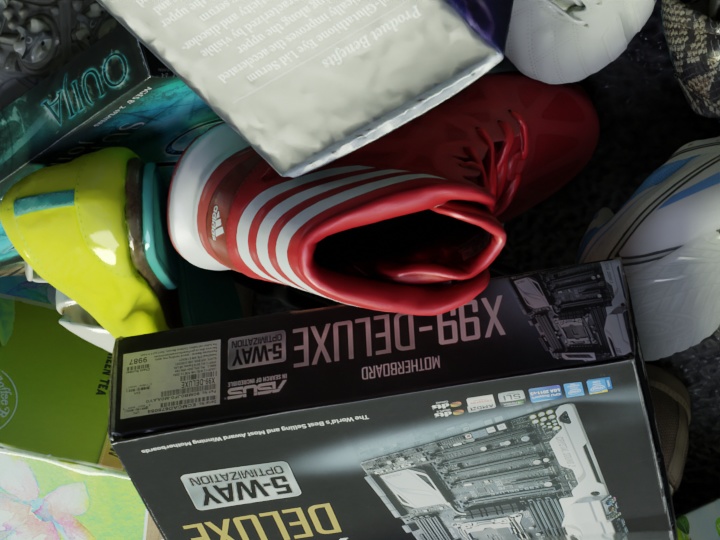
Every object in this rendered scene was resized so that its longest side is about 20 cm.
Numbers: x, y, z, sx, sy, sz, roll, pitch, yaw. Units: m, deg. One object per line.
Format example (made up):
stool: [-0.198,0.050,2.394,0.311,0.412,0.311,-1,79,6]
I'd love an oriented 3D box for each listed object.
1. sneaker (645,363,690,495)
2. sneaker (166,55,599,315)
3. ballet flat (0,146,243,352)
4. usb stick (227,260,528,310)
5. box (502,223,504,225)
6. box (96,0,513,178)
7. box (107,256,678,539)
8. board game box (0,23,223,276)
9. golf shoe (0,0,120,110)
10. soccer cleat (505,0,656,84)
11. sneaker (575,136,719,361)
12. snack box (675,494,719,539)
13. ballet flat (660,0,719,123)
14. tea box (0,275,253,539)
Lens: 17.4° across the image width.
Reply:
sneaker: [0.058,0.099,1.092,0.199,0.076,0.070,-21,128,31]
sneaker: [0.038,-0.022,0.876,0.115,0.199,0.079,28,127,46]
ballet flat: [-0.094,0.001,0.929,0.066,0.067,0.200,-7,163,6]
usb stick: [0.000,0.000,0.980,0.199,0.033,0.056,22,126,28]
box: [0.005,0.021,1.049,0.038,0.042,0.200,25,137,-11]
box: [-0.040,-0.158,0.794,0.104,0.149,0.200,-27,126,34]
box: [0.018,0.073,0.922,0.198,0.050,0.158,-9,143,8]
board game box: [-0.099,-0.045,0.929,0.199,0.028,0.135,-29,165,40]
golf shoe: [-0.117,-0.090,0.934,0.199,0.079,0.097,-18,156,27]
soccer cleat: [0.093,-0.130,0.840,0.069,0.078,0.201,20,137,-8]
sneaker: [0.154,-0.032,0.881,0.072,0.073,0.199,21,144,-36]
snack box: [0.100,0.168,1.112,0.200,0.142,0.053,-34,79,39]
ballet flat: [0.200,-0.106,0.853,0.199,0.068,0.076,-11,123,29]
tea box: [-0.160,0.092,1.097,0.195,0.134,0.201,10,137,1]
